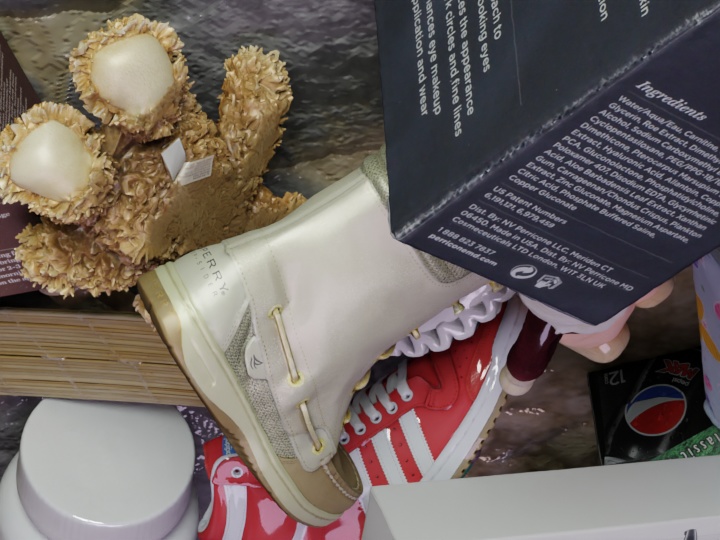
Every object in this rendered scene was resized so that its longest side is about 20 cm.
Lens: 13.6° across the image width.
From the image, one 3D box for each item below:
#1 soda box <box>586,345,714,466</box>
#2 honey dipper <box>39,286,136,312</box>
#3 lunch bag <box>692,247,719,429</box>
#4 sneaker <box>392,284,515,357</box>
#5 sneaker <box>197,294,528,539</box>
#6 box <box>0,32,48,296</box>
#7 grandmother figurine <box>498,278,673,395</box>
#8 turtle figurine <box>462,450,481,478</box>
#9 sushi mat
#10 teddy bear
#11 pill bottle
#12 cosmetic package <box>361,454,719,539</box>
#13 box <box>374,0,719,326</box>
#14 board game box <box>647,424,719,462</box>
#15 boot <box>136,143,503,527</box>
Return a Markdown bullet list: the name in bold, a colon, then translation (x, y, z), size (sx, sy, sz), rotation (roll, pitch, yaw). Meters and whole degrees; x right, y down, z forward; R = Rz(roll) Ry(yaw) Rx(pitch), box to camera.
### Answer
- **soda box**: translation (0.187, 0.122, 1.641), size (0.071, 0.063, 0.200), rotation (-14, 144, 15)
- **honey dipper**: translation (-0.105, 0.024, 1.504), size (0.038, 0.038, 0.200), rotation (-24, 141, 27)
- **lunch bag**: translation (0.265, 0.013, 1.435), size (0.200, 0.127, 0.170), rotation (-24, 144, -6)
- **sneaker**: translation (0.000, 0.000, 1.447), size (0.200, 0.075, 0.081), rotation (-23, 129, 31)
- **sneaker**: translation (-0.005, 0.077, 1.488), size (0.112, 0.071, 0.200), rotation (31, 105, -6)
- **box**: translation (-0.204, -0.066, 1.337), size (0.100, 0.075, 0.200), rotation (-10, 146, 10)
- **grandmother figurine**: translation (0.103, 0.007, 1.384), size (0.060, 0.121, 0.200), rotation (31, 179, 11)
- **turtle figurine**: translation (0.001, 0.124, 1.608), size (0.149, 0.101, 0.200), rotation (-7, 151, 5)
- **sushi mat**: translation (-0.154, 0.041, 1.495), size (0.199, 0.012, 0.096), rotation (2, 150, 23)
- **teddy bear**: translation (-0.095, -0.045, 1.340), size (0.200, 0.067, 0.145), rotation (13, 106, -58)
- **pill bottle**: translation (-0.144, 0.148, 1.614), size (0.109, 0.110, 0.200), rotation (3, 145, -8)
- **cosmetic package**: translation (0.099, 0.143, 1.476), size (0.199, 0.051, 0.083), rotation (-4, 125, -19)
- **box**: translation (0.110, -0.118, 1.176), size (0.117, 0.197, 0.200), rotation (23, 137, -33)
- **board game box**: translation (0.204, 0.109, 1.556), size (0.200, 0.023, 0.105), rotation (-29, 139, -3)
- **boot**: translation (0.002, 0.028, 1.370), size (0.154, 0.072, 0.200), rotation (-32, 141, 1)
